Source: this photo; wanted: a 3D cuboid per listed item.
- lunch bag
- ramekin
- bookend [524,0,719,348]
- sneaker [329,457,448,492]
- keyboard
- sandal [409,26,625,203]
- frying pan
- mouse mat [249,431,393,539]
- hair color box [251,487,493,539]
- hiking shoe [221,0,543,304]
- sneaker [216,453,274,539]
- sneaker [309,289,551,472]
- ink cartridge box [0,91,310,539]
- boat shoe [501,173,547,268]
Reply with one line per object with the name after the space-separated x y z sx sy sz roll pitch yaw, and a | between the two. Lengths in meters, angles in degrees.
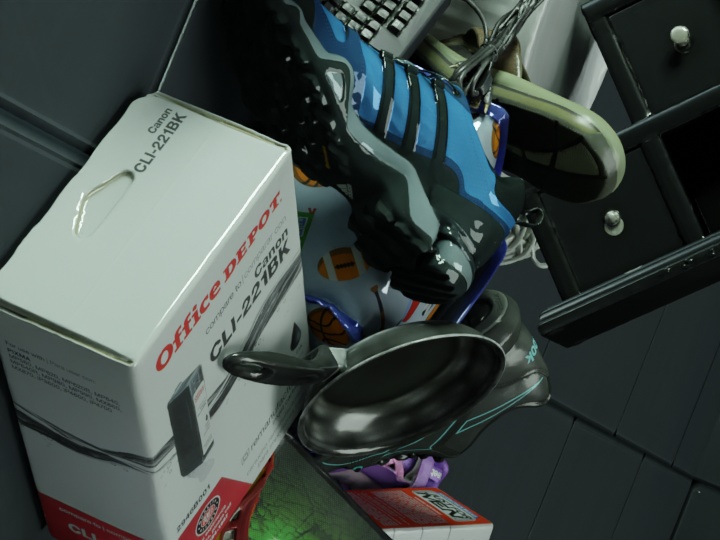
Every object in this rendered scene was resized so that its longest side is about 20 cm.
0.000 0.000 1.202 0.170 0.124 0.200 -54 166 -26 | lunch bag
0.099 -0.164 1.343 0.203 0.094 0.203 -54 156 -37 | ramekin
0.172 -0.085 1.302 0.201 0.198 0.092 69 13 13 | bookend
0.010 0.117 1.411 0.081 0.088 0.200 -64 160 -9 | sneaker
0.045 -0.163 1.156 0.200 0.127 0.021 -55 -173 -35 | keyboard
0.081 -0.099 1.201 0.057 0.201 0.080 -40 140 -21 | sandal
-0.012 0.061 1.075 0.190 0.031 0.115 -1 145 -34 | frying pan
-0.059 0.192 1.246 0.161 0.008 0.200 -50 135 -10 | mouse mat
-0.019 0.199 1.334 0.200 0.064 0.111 5 108 -42 | hair color box
0.006 -0.081 1.073 0.087 0.074 0.200 -43 107 -30 | hiking shoe
-0.091 0.143 1.141 0.073 0.077 0.201 20 58 -36 | sneaker
0.023 0.092 1.282 0.079 0.200 0.075 52 18 -29 | sneaker
-0.095 0.037 1.027 0.144 0.084 0.200 -56 157 -32 | ink cartridge box
0.104 -0.034 1.513 0.075 0.086 0.202 -70 162 5 | boat shoe
